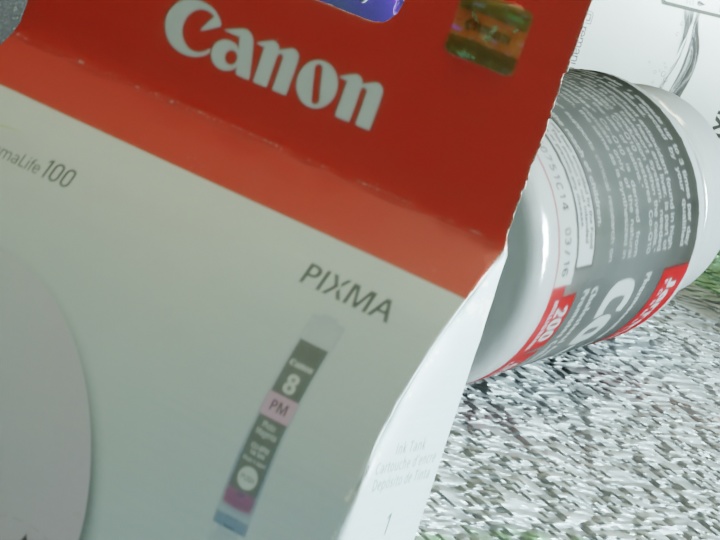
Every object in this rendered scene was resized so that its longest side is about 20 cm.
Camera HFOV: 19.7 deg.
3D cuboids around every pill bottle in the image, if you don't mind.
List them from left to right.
[{"bbox_3d":[0.069,-0.023,0.830,0.113,0.115,0.200,25,19,28],"label":"pill bottle"}]

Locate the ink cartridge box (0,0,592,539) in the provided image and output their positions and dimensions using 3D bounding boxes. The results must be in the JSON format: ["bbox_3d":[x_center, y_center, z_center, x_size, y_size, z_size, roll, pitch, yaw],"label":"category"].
[{"bbox_3d":[-0.049,-0.003,0.511,0.162,0.201,0.057,24,16,26],"label":"ink cartridge box"}]

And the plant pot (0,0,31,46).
[{"bbox_3d":[-0.196,-0.058,0.592,0.177,0.201,0.199,14,13,-47],"label":"plant pot"}]

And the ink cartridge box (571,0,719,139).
[{"bbox_3d":[0.188,-0.152,1.289,0.199,0.147,0.084,11,17,-16],"label":"ink cartridge box"}]

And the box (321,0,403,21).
[{"bbox_3d":[0.005,-0.160,1.048,0.079,0.142,0.200,30,-2,33],"label":"box"}]
